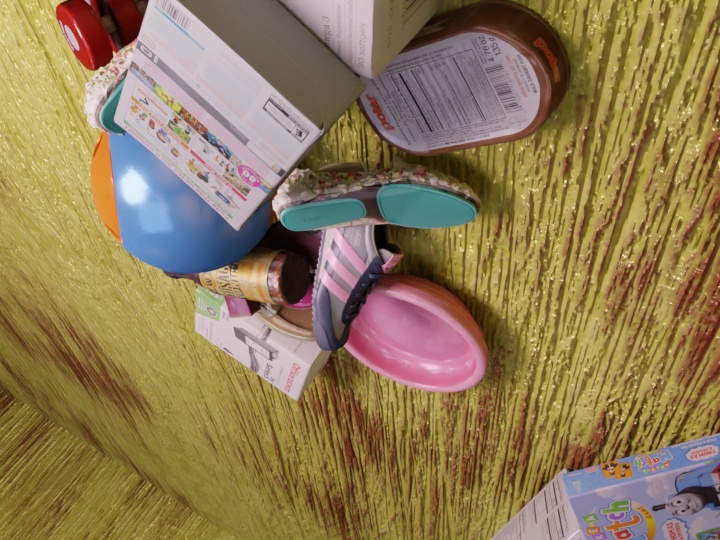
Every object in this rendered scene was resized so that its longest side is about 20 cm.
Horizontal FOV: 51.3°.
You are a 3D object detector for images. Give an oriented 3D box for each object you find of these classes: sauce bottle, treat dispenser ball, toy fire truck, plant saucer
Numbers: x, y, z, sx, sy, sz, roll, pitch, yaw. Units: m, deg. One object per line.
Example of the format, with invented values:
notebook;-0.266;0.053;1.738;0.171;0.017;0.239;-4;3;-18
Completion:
sauce bottle;-0.154;0.001;0.892;0.199;0.066;0.066;5;137;33
treat dispenser ball;-0.184;-0.097;0.804;0.200;0.201;0.201;26;147;18
toy fire truck;-0.267;-0.302;0.724;0.168;0.112;0.200;39;154;35
plant saucer;0.062;0.071;0.905;0.200;0.051;0.201;19;145;14

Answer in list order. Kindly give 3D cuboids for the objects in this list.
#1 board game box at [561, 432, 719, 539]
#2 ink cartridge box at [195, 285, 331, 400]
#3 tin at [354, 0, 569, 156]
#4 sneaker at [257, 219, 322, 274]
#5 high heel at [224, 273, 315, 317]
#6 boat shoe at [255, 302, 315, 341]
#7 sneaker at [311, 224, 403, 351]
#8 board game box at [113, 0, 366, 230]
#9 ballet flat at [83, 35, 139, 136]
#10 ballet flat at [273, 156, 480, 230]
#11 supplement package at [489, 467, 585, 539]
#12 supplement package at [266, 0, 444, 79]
board game box;0.331;0.245;0.794;0.199;0.037;0.152;-19;125;15
ink cartridge box;-0.142;0.086;1.116;0.200;0.084;0.146;33;149;7
tin;0.075;-0.154;0.626;0.200;0.042;0.112;-2;127;47
sneaker;-0.087;-0.062;0.894;0.199;0.076;0.116;8;128;31
high heel;-0.094;0.000;0.950;0.199;0.067;0.097;-11;102;13
boat shoe;-0.127;0.024;1.028;0.200;0.074;0.066;33;154;7
sneaker;0.000;0.000;0.800;0.082;0.070;0.201;15;108;19
board game box;-0.106;-0.131;0.594;0.147;0.064;0.200;43;149;-9
ballet flat;-0.183;-0.210;0.695;0.064;0.200;0.076;50;180;36
ballet flat;0.014;-0.079;0.721;0.199;0.064;0.076;-1;147;6
supplement package;0.261;0.401;0.970;0.152;0.151;0.200;39;106;-2
supplement package;-0.045;-0.248;0.545;0.199;0.117;0.117;27;148;18
